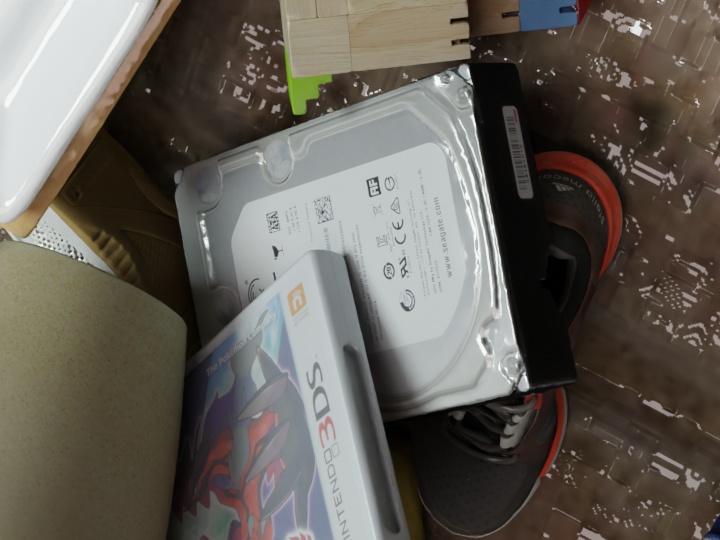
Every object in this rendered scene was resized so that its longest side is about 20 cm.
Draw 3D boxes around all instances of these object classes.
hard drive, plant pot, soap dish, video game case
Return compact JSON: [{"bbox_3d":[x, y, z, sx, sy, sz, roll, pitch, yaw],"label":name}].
[{"bbox_3d":[0.000,0.000,1.057,0.199,0.038,0.141,-15,83,46],"label":"hard drive"},{"bbox_3d":[-0.156,0.097,1.047,0.186,0.187,0.201,20,78,15],"label":"plant pot"},{"bbox_3d":[-0.186,-0.132,1.032,0.199,0.081,0.158,33,115,-8],"label":"soap dish"},{"bbox_3d":[-0.053,0.118,1.050,0.200,0.023,0.183,-42,51,40],"label":"video game case"}]

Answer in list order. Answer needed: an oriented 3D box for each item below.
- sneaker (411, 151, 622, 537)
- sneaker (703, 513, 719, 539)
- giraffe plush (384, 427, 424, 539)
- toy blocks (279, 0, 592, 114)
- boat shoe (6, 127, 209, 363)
[{"bbox_3d":[0.058,0.045,1.076,0.077,0.082,0.201,18,120,9],"label":"sneaker"},{"bbox_3d":[0.230,0.102,1.032,0.088,0.075,0.200,48,123,-3],"label":"sneaker"},{"bbox_3d":[-0.037,0.190,1.147,0.172,0.162,0.200,-34,97,33],"label":"giraffe plush"},{"bbox_3d":[0.030,-0.165,0.979,0.136,0.100,0.201,-7,115,-3],"label":"toy blocks"},{"bbox_3d":[-0.111,0.000,1.151,0.200,0.071,0.069,49,141,-8],"label":"boat shoe"}]
